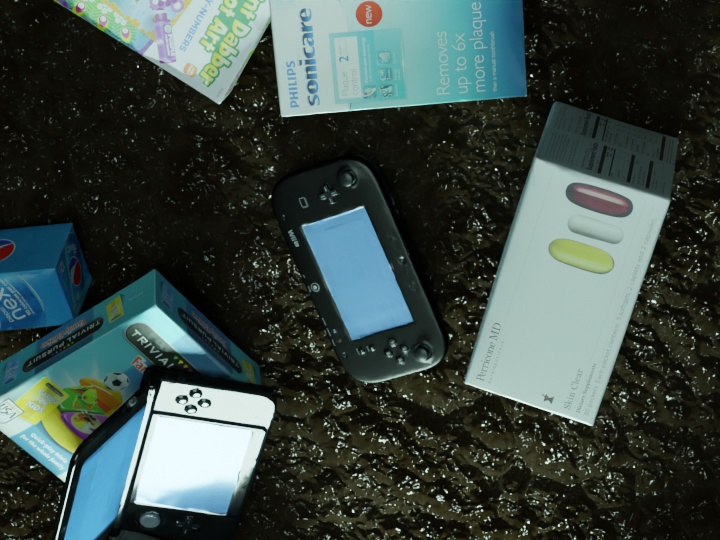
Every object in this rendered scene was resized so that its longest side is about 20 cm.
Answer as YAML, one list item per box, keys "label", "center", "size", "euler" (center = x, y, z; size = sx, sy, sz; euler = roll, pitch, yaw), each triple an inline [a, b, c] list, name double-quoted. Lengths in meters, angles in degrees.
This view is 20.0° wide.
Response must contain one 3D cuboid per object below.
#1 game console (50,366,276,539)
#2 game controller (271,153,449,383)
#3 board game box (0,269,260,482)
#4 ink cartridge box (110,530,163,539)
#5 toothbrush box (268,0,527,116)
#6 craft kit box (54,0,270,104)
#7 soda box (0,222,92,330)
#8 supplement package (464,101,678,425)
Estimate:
- label: "game console"
  center: [-0.174, 0.193, 1.756]
  size: [0.174, 0.117, 0.201]
  euler: [10, 132, -12]
- label: "game controller"
  center: [0.000, 0.000, 1.738]
  size: [0.104, 0.042, 0.201]
  euler: [-19, 105, 17]
- label: "board game box"
  center: [-0.210, 0.103, 1.781]
  size: [0.199, 0.047, 0.151]
  euler: [-30, 129, 20]
- label: "ink cartridge box"
  center: [-0.153, 0.339, 1.871]
  size: [0.199, 0.085, 0.147]
  euler: [18, 113, 6]
- label: "toothbrush box"
  center: [0.027, -0.210, 1.607]
  size: [0.198, 0.085, 0.148]
  euler: [-3, 116, 2]
- label: "craft kit box"
  center: [-0.147, -0.271, 1.666]
  size: [0.197, 0.049, 0.201]
  euler: [30, 113, -4]
- label: "soda box"
  center: [-0.342, 0.011, 1.786]
  size: [0.198, 0.068, 0.065]
  euler: [-6, 127, 13]
- label: "supplement package"
  center: [0.170, -0.008, 1.640]
  size: [0.110, 0.156, 0.201]
  euler: [17, 113, 5]
